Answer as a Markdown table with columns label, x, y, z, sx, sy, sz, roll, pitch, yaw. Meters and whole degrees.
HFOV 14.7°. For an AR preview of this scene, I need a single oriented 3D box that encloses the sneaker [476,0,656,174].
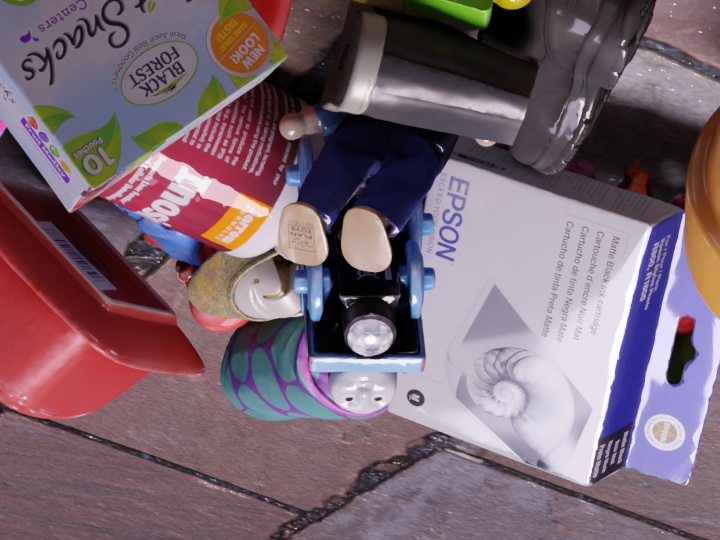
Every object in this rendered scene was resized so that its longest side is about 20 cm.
| label | x | y | z | sx | sy | sz | roll | pitch | yaw |
| --- | --- | --- | --- | --- | --- | --- | --- | --- | --- |
| sneaker | 0.109 | -0.127 | 1.616 | 0.091 | 0.076 | 0.200 | 25 | 152 | 1 |

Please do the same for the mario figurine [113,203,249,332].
| label | x | y | z | sx | sy | sz | roll | pitch | yaw |
| --- | --- | --- | --- | --- | --- | --- | --- | --- | --- |
| mario figurine | -0.113 | -0.044 | 1.960 | 0.106 | 0.124 | 0.200 | -36 | 132 | 8 |

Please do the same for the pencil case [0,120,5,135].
| label | x | y | z | sx | sy | sz | roll | pitch | yaw |
| --- | --- | --- | --- | --- | --- | --- | --- | --- | --- |
| pencil case | -0.307 | -0.144 | 1.801 | 0.088 | 0.089 | 0.200 | -2 | 151 | 36 |

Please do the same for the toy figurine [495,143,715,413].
| label | x | y | z | sx | sy | sz | roll | pitch | yaw |
| --- | --- | --- | --- | --- | --- | --- | --- | --- | --- |
| toy figurine | 0.149 | -0.021 | 1.771 | 0.184 | 0.150 | 0.200 | 29 | 148 | -8 |

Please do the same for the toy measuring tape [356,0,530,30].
| label | x | y | z | sx | sy | sz | roll | pitch | yaw |
| --- | --- | --- | --- | --- | --- | --- | --- | --- | --- |
| toy measuring tape | 0.002 | -0.186 | 1.527 | 0.199 | 0.074 | 0.074 | 16 | 158 | 5 |

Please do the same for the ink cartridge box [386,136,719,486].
| label | x | y | z | sx | sy | sz | roll | pitch | yaw |
| --- | --- | --- | --- | --- | --- | --- | --- | --- | --- |
| ink cartridge box | 0.125 | 0.034 | 1.731 | 0.199 | 0.041 | 0.200 | 18 | 122 | 14 |

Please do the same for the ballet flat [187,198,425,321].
| label | x | y | z | sx | sy | sz | roll | pitch | yaw |
| --- | --- | --- | --- | --- | --- | --- | --- | --- | --- |
| ballet flat | -0.030 | -0.004 | 1.882 | 0.200 | 0.071 | 0.071 | -24 | 144 | 16 |

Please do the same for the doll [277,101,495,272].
| label | x | y | z | sx | sy | sz | roll | pitch | yaw |
| --- | --- | --- | --- | --- | --- | --- | --- | --- | --- |
| doll | 0.014 | -0.075 | 1.642 | 0.136 | 0.200 | 0.049 | 6 | 126 | 22 |

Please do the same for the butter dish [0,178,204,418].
| label | x | y | z | sx | sy | sz | roll | pitch | yaw |
| --- | --- | --- | --- | --- | --- | --- | --- | --- | --- |
| butter dish | -0.238 | 0.037 | 1.948 | 0.200 | 0.148 | 0.199 | 46 | -172 | 17 |

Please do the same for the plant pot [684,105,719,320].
| label | x | y | z | sx | sy | sz | roll | pitch | yaw |
| --- | --- | --- | --- | --- | --- | --- | --- | --- | --- |
| plant pot | 0.273 | -0.075 | 1.490 | 0.200 | 0.201 | 0.184 | 9 | 141 | 14 |

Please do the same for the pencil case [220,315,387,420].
| label | x | y | z | sx | sy | sz | roll | pitch | yaw |
| --- | --- | --- | --- | --- | --- | --- | --- | --- | --- |
| pencil case | -0.031 | 0.064 | 1.968 | 0.092 | 0.085 | 0.200 | -10 | -179 | -19 |

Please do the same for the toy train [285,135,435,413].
| label | x | y | z | sx | sy | sz | roll | pitch | yaw |
| --- | --- | --- | --- | --- | --- | --- | --- | --- | --- |
| toy train | 0.000 | 0.000 | 1.680 | 0.086 | 0.200 | 0.115 | -2 | 128 | -4 |

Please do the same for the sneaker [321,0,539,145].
| label | x | y | z | sx | sy | sz | roll | pitch | yaw |
| --- | --- | --- | --- | --- | --- | --- | --- | --- | --- |
| sneaker | 0.038 | -0.110 | 1.590 | 0.106 | 0.075 | 0.200 | 15 | -168 | -6 |

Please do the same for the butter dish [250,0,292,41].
| label | x | y | z | sx | sy | sz | roll | pitch | yaw |
| --- | --- | --- | --- | --- | --- | --- | --- | --- | --- |
| butter dish | -0.147 | -0.144 | 1.612 | 0.199 | 0.148 | 0.200 | 16 | 158 | -2 |

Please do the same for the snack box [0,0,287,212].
| label | x | y | z | sx | sy | sz | roll | pitch | yaw |
| --- | --- | --- | --- | --- | --- | --- | --- | --- | --- |
| snack box | -0.155 | -0.153 | 1.486 | 0.200 | 0.142 | 0.053 | 54 | 155 | -1 |

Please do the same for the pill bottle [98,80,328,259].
| label | x | y | z | sx | sy | sz | roll | pitch | yaw |
| --- | --- | --- | --- | --- | --- | --- | --- | --- | --- |
| pill bottle | -0.098 | -0.077 | 1.787 | 0.200 | 0.113 | 0.113 | 24 | 156 | -23 |
